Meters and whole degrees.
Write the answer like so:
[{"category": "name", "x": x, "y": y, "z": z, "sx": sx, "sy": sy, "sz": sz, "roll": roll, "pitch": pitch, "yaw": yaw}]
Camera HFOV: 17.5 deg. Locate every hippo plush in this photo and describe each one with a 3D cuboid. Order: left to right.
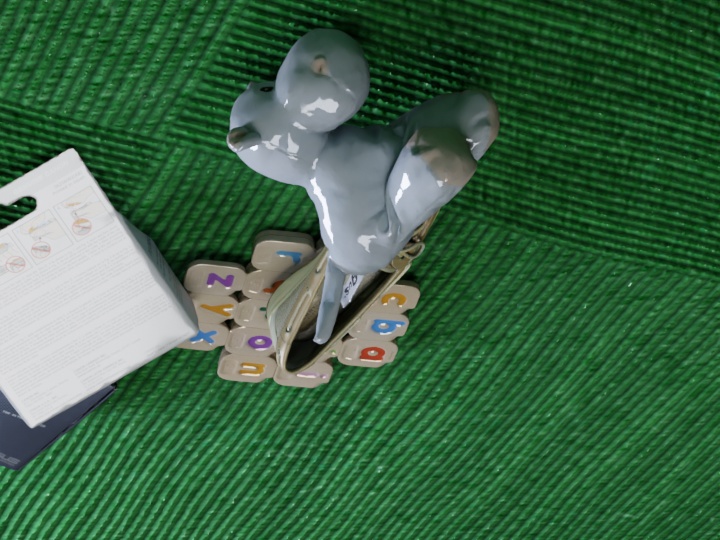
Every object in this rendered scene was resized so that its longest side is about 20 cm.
[{"category": "hippo plush", "x": -0.012, "y": -0.092, "z": 1.697, "sx": 0.161, "sy": 0.159, "sz": 0.200, "roll": 40, "pitch": 116, "yaw": -5}]

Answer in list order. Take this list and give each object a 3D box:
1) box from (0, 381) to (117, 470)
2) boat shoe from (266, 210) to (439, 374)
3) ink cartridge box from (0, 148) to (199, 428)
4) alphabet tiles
[{"category": "box", "x": -0.325, "y": 0.084, "z": 1.949, "sx": 0.199, "sy": 0.051, "sz": 0.158, "roll": 25, "pitch": 134, "yaw": -32}, {"category": "boat shoe", "x": -0.002, "y": -0.001, "z": 1.830, "sx": 0.073, "sy": 0.063, "sz": 0.201, "roll": 30, "pitch": 120, "yaw": -29}, {"category": "ink cartridge box", "x": -0.242, "y": 0.008, "z": 1.837, "sx": 0.162, "sy": 0.057, "sz": 0.201, "roll": -29, "pitch": 117, "yaw": 4}, {"category": "alphabet tiles", "x": -0.056, "y": 0.034, "z": 1.934, "sx": 0.194, "sy": 0.015, "sz": 0.200, "roll": 6, "pitch": 142, "yaw": -11}]
